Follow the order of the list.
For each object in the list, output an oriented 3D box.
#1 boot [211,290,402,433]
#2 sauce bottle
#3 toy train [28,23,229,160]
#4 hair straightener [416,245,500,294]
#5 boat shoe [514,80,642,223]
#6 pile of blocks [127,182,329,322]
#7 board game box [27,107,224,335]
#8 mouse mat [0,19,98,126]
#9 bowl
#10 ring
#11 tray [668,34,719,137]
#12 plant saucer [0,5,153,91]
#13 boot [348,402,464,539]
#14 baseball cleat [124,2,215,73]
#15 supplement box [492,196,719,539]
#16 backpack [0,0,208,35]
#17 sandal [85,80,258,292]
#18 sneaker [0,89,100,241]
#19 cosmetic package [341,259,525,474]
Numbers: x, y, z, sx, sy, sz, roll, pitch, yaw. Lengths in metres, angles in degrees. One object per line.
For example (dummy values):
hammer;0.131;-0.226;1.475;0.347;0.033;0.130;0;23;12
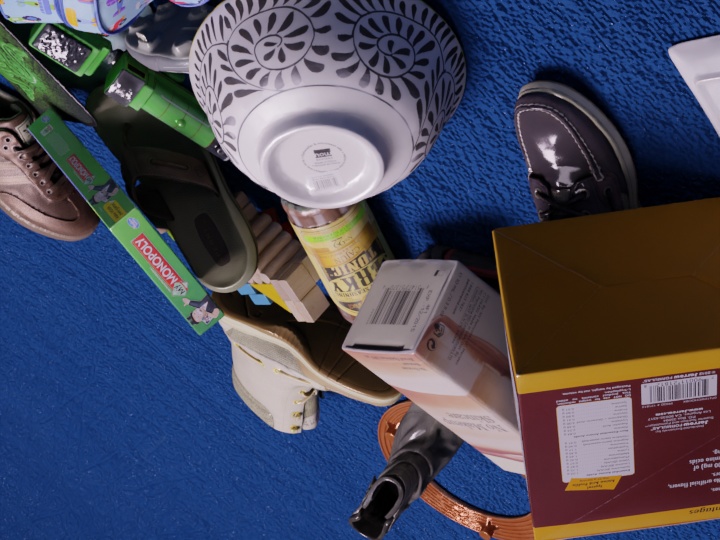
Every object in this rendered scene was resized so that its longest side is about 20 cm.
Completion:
boot;-0.040;0.096;1.746;0.200;0.072;0.155;25;147;22
sauce bottle;0.000;0.000;1.591;0.065;0.065;0.200;6;140;37
toy train;-0.171;-0.147;1.514;0.200;0.056;0.042;31;117;-21
hair straightener;0.119;0.024;1.535;0.200;0.041;0.077;8;139;35
boat shoe;0.158;-0.046;1.385;0.072;0.065;0.200;6;139;37
pile of blocks;-0.101;-0.030;1.645;0.200;0.062;0.082;38;150;10
board game box;-0.192;-0.042;1.577;0.135;0.029;0.200;52;176;-38
mouse mat;-0.293;-0.179;1.592;0.161;0.008;0.200;47;169;-20
bowl;-0.026;-0.107;1.370;0.200;0.094;0.201;2;141;2
ring;0.103;0.192;1.796;0.200;0.019;0.201;24;147;17
tray;0.294;-0.110;1.220;0.200;0.022;0.107;-5;132;45
plant saucer;-0.255;-0.209;1.562;0.201;0.039;0.201;23;146;17
boot;0.058;0.146;1.653;0.068;0.131;0.200;31;137;8
baseball cleat;-0.088;-0.149;1.464;0.200;0.070;0.107;9;140;35
supplement box;0.204;0.071;1.361;0.197;0.133;0.200;-8;139;3
backpack;-0.153;-0.244;1.275;0.134;0.200;0.183;27;147;11
sandal;-0.152;-0.070;1.569;0.080;0.057;0.201;-34;91;28
sneaker;-0.305;-0.105;1.716;0.200;0.071;0.076;41;146;-13
cosmetic package;0.096;0.079;1.539;0.200;0.087;0.103;37;159;-29
